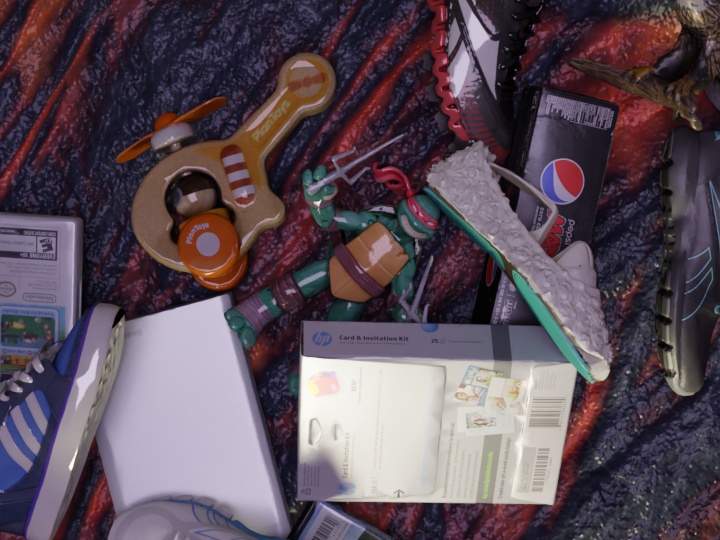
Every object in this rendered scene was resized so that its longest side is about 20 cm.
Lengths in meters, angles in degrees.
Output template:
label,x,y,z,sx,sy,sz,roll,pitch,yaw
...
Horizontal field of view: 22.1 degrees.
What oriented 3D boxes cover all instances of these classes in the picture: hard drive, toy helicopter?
label,x,y,z,sx,sy,sz,roll,pitch,yaw
hard drive,-0.138,0.131,1.431,0.131,0.026,0.202,-15,94,4
toy helicopter,-0.098,-0.091,1.401,0.132,0.079,0.200,41,85,9

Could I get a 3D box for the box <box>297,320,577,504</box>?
label,x,y,z,sx,sy,sz,roll,pitch,yaw
box,0.053,0.108,1.359,0.198,0.041,0.157,0,132,-3

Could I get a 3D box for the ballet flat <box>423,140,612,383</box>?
label,x,y,z,sx,sy,sz,roll,pitch,yaw
ballet flat,0.123,-0.015,1.297,0.072,0.072,0.200,-42,70,5

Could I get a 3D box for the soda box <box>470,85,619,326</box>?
label,x,y,z,sx,sy,sz,roll,pitch,yaw
soda box,0.136,-0.034,1.377,0.063,0.071,0.202,12,95,-8

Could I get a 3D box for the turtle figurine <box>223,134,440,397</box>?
label,x,y,z,sx,sy,sz,roll,pitch,yaw
turtle figurine,0.000,0.000,1.377,0.200,0.101,0.150,-44,80,17

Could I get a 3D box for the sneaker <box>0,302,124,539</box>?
label,x,y,z,sx,sy,sz,roll,pitch,yaw
sneaker,-0.269,0.097,1.368,0.145,0.081,0.202,21,107,2

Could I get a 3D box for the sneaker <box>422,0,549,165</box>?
label,x,y,z,sx,sy,sz,roll,pitch,yaw
sneaker,0.096,-0.176,1.364,0.097,0.071,0.203,-7,93,23

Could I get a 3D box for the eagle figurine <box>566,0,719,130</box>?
label,x,y,z,sx,sy,sz,roll,pitch,yaw
eagle figurine,0.260,-0.206,1.319,0.151,0.151,0.201,27,94,1

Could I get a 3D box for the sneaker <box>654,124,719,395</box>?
label,x,y,z,sx,sy,sz,roll,pitch,yaw
sneaker,0.262,-0.006,1.373,0.078,0.075,0.202,3,95,1

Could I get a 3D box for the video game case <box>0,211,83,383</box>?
label,x,y,z,sx,sy,sz,roll,pitch,yaw
video game case,-0.312,0.044,1.422,0.198,0.024,0.184,4,98,9

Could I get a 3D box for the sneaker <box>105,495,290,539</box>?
label,x,y,z,sx,sy,sz,roll,pitch,yaw
sneaker,-0.104,0.220,1.369,0.198,0.087,0.076,13,93,15

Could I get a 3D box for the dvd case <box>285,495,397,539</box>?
label,x,y,z,sx,sy,sz,roll,pitch,yaw
dvd case,0.013,0.282,1.424,0.199,0.018,0.143,31,96,-7
